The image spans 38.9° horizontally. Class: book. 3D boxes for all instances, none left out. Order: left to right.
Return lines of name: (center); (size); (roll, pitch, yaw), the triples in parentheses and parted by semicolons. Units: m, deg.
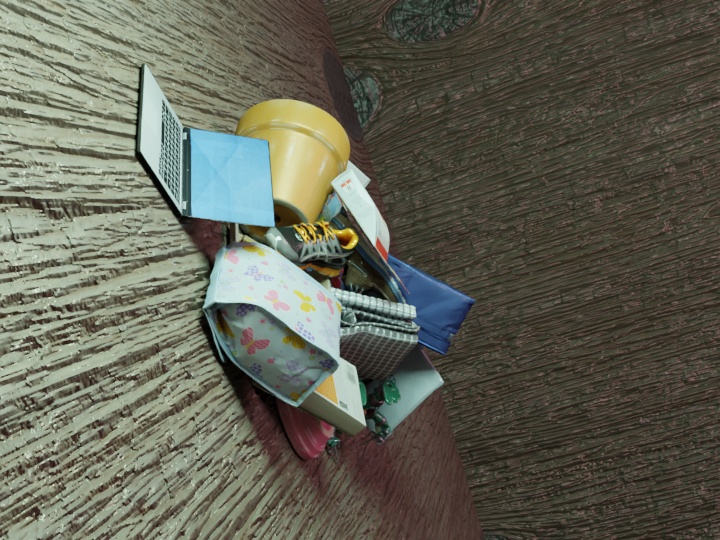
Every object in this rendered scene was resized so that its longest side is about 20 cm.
book: (-0.078, 0.157, 1.574); (0.200, 0.048, 0.134); (34, 27, -31)

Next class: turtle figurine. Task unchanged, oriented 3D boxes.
turtle figurine: (-0.012, 0.265, 1.839); (0.101, 0.149, 0.200); (58, -37, 21)

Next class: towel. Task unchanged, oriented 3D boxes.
towel: (-0.004, 0.119, 1.744); (0.200, 0.165, 0.086); (127, -27, -58)

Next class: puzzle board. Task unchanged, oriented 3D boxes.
puzzle board: (-0.043, -0.018, 1.799); (0.151, 0.017, 0.201); (-56, 138, -35)

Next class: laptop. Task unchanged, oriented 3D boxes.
laptop: (-0.211, -0.172, 1.407); (0.200, 0.115, 0.188); (64, 12, -46)

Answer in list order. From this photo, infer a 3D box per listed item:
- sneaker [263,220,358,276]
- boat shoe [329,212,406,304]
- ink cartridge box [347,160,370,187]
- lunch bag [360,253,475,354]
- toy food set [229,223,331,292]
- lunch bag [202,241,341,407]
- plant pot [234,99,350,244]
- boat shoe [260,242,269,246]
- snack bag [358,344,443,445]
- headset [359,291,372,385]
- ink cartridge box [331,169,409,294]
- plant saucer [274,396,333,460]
sneaker: (-0.078, -0.046, 1.615); (0.078, 0.077, 0.200); (54, 22, 24)
boat shoe: (0.000, 0.000, 1.741); (0.200, 0.072, 0.072); (52, -4, -2)
ink cartridge box: (-0.092, -0.214, 1.939); (0.145, 0.084, 0.200); (38, 4, -39)
lunch bag: (0.089, 0.064, 1.856); (0.199, 0.133, 0.136); (26, 3, -19)
toy food set: (-0.124, 0.006, 1.598); (0.200, 0.060, 0.144); (32, 33, -34)
lunch bag: (-0.132, 0.065, 1.428); (0.200, 0.127, 0.170); (40, 22, -21)
plant pot: (-0.128, -0.149, 1.701); (0.201, 0.199, 0.184); (63, 28, -47)
boat shoe: (-0.131, 0.017, 1.707); (0.074, 0.066, 0.201); (62, 15, -51)
snack bag: (0.053, 0.201, 1.951); (0.021, 0.189, 0.200); (28, 21, -52)
headset: (-0.006, 0.125, 1.949); (0.094, 0.123, 0.201); (-64, 174, -82)
ink cartridge box: (0.033, -0.063, 1.711); (0.200, 0.050, 0.162); (53, 0, 13)
plant saucer: (-0.090, 0.206, 1.666); (0.201, 0.051, 0.202); (-16, 90, -82)
